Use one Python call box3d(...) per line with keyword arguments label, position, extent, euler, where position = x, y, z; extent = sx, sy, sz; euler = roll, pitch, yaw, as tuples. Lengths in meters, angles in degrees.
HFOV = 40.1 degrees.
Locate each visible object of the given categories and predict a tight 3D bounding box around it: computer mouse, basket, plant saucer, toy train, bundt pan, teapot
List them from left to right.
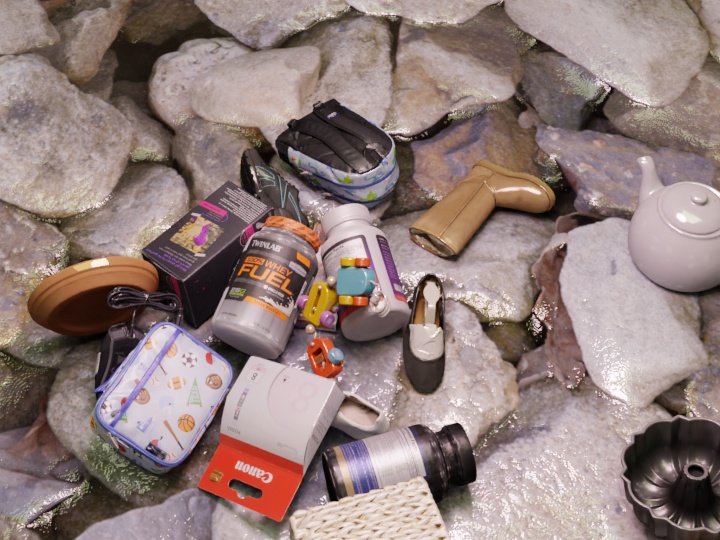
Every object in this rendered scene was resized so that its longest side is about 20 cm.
box3d(label="plant saucer", position=(-0.401, 0.046, 1.500), extent=(0.199, 0.200, 0.038), euler=(-18, 67, -12))
box3d(label="computer mouse", position=(-0.339, 0.121, 1.500), extent=(0.140, 0.202, 0.046), euler=(1, 8, -45))
box3d(label="toy train", position=(-0.020, 0.072, 1.453), extent=(0.055, 0.200, 0.151), euler=(5, 47, -46))
box3d(label="basket", position=(0.022, 0.392, 1.230), extent=(0.197, 0.201, 0.161), euler=(-13, 47, -10))
box3d(label="teapot", position=(0.538, -0.070, 1.602), extent=(0.198, 0.147, 0.198), euler=(8, 53, 6))
box3d(label="bundt pan", position=(0.455, 0.297, 1.349), extent=(0.200, 0.076, 0.203), euler=(-5, 39, 4))

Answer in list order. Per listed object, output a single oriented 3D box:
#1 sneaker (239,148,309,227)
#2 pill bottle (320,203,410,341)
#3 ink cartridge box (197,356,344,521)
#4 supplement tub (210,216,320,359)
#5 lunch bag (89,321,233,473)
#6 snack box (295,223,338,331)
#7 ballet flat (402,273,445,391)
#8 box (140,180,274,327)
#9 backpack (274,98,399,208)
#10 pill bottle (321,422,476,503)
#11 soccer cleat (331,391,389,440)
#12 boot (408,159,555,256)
box3d(label="sneaker", position=(-0.154, -0.133, 1.721), extent=(0.079, 0.076, 0.201), euler=(-11, 59, -24))
box3d(label="pill bottle", position=(0.000, 0.000, 1.559), extent=(0.111, 0.112, 0.201), euler=(-13, 64, -9))
box3d(label="ink cartridge box", position=(-0.134, 0.231, 1.396), extent=(0.162, 0.057, 0.201), euler=(13, 59, 33))
box3d(label="supplement tub", position=(-0.141, 0.025, 1.532), extent=(0.122, 0.123, 0.201), euler=(16, 69, 13))
box3d(label="lunch bag", position=(-0.291, 0.184, 1.428), extent=(0.160, 0.076, 0.201), euler=(38, 58, -9))
box3d(label="snack box", position=(-0.058, 0.009, 1.628), extent=(0.071, 0.024, 0.201), euler=(8, 53, 4))
box3d(label="ballet flat", position=(0.101, 0.088, 1.536), extent=(0.067, 0.069, 0.201), euler=(4, 53, -1))
box3d(label="box", position=(-0.238, -0.029, 1.597), extent=(0.106, 0.123, 0.200), euler=(33, 60, 27))
box3d(label="backpack", position=(-0.022, -0.199, 1.727), extent=(0.199, 0.154, 0.163), euler=(20, 50, 42))
box3d(label="pill bottle", position=(0.054, 0.278, 1.366), extent=(0.199, 0.112, 0.112), euler=(-13, 53, -10))
box3d(label="soccer cleat", position=(-0.051, 0.199, 1.449), extent=(0.199, 0.078, 0.070), euler=(15, 54, 13))
box3d(label="boot", position=(0.208, -0.091, 1.679), extent=(0.174, 0.066, 0.200), euler=(24, 55, 33))
